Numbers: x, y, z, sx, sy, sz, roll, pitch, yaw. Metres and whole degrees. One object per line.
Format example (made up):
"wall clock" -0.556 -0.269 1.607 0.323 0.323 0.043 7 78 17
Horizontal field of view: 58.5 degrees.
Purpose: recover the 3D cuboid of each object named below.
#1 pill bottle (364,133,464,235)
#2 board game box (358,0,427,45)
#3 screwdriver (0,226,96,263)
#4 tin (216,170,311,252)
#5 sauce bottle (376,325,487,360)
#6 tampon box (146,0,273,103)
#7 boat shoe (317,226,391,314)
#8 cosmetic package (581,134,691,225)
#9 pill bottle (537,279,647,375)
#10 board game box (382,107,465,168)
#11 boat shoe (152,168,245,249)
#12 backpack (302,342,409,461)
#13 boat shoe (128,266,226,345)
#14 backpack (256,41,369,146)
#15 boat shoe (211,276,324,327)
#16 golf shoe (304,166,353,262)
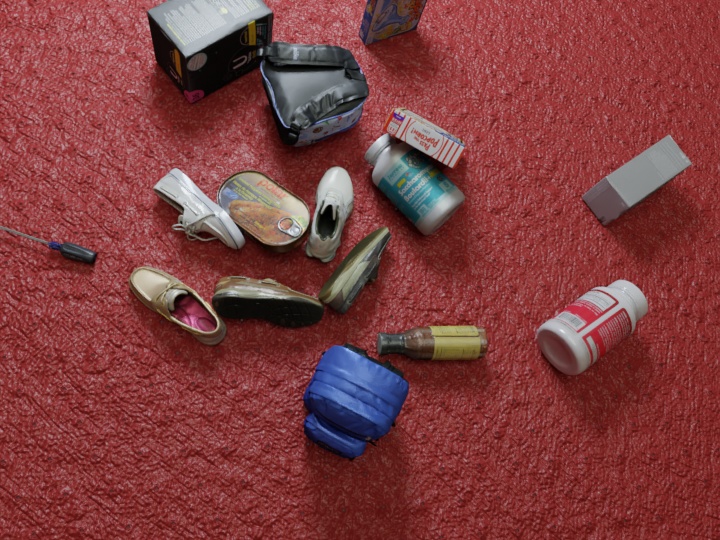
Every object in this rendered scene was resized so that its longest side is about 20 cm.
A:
"pill bottle" 0.099 -0.173 1.254 0.111 0.111 0.200 -41 83 -20
"board game box" 0.078 -0.563 1.336 0.135 0.200 0.034 -24 77 -17
"screwdriver" -0.564 -0.051 1.136 0.200 0.029 0.028 17 69 -1
"tin" -0.177 -0.110 1.192 0.200 0.042 0.112 36 76 22
"sauce bottle" 0.131 0.132 1.181 0.200 0.066 0.066 2 71 -9
"tampon box" -0.289 -0.455 1.256 0.200 0.150 0.126 -37 81 -19
"boat shoe" 0.000 0.000 1.203 0.066 0.072 0.201 49 59 -14
"cosmetic package" 0.580 -0.188 1.354 0.200 0.107 0.090 -29 79 -20
"pill bottle" 0.445 0.103 1.225 0.200 0.112 0.112 -31 79 -19
"board game box" 0.129 -0.262 1.252 0.151 0.200 0.046 30 107 1
"boat shoe" -0.304 -0.095 1.171 0.202 0.075 0.086 44 69 8
"backpack" -0.010 0.217 1.053 0.162 0.200 0.168 24 69 -3
"boat shoe" -0.318 0.053 1.120 0.200 0.069 0.074 34 69 2
"backpack" -0.085 -0.342 1.257 0.190 0.154 0.200 -18 82 -8
"boat shoe" -0.162 0.046 1.149 0.200 0.076 0.074 11 41 -19
"golf shoe" -0.051 -0.119 1.216 0.078 0.097 0.200 11 69 -5
